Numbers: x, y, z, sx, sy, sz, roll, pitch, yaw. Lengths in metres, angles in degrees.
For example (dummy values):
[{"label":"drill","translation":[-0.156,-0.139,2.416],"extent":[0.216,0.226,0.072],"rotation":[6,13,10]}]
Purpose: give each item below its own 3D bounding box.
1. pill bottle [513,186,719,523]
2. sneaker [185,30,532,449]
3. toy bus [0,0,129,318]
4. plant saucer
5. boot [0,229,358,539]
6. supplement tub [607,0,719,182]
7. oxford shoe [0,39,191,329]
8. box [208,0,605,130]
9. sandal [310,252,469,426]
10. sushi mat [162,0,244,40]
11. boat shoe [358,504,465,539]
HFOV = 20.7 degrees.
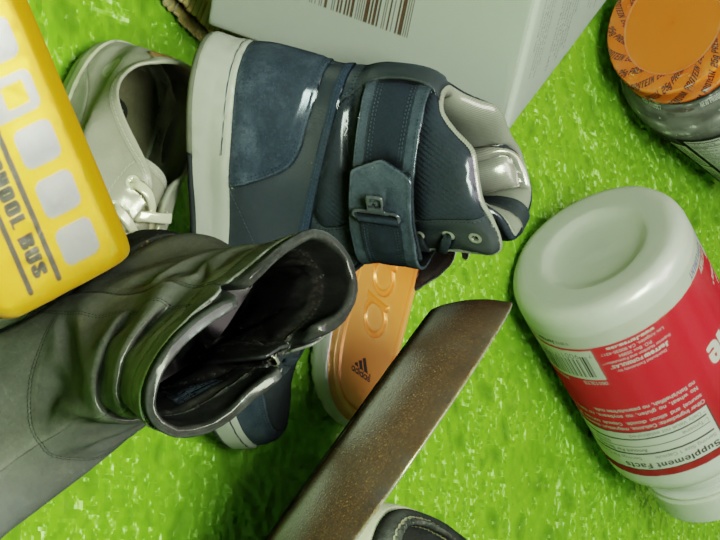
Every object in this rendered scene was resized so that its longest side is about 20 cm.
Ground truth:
[{"label":"pill bottle","translation":[0.179,0.057,1.187],"extent":[0.201,0.111,0.113],"rotation":[57,42,-34]},{"label":"sneaker","translation":[0.000,0.000,0.865],"extent":[0.077,0.145,0.204],"rotation":[-70,164,-57]},{"label":"toy bus","translation":[-0.161,-0.082,0.725],"extent":[0.078,0.065,0.201],"rotation":[-28,112,-19]},{"label":"plant saucer","translation":[-0.001,0.088,0.888],"extent":[0.032,0.201,0.200],"rotation":[36,44,1]},{"label":"boot","translation":[-0.101,0.048,0.722],"extent":[0.200,0.131,0.070],"rotation":[-47,114,-23]},{"label":"supplement tub","translation":[0.251,-0.127,1.314],"extent":[0.200,0.122,0.124],"rotation":[29,62,-50]},{"label":"oxford shoe","translation":[-0.110,-0.012,0.823],"extent":[0.075,0.057,0.202],"rotation":[44,52,-46]},{"label":"box","translation":[0.042,-0.174,0.924],"extent":[0.200,0.151,0.107],"rotation":[-52,159,-53]},{"label":"sandal","translation":[0.028,-0.016,1.023],"extent":[0.079,0.059,0.209],"rotation":[37,56,-47]},{"label":"sushi mat","translation":[-0.040,-0.180,0.990],"extent":[0.096,0.012,0.201],"rotation":[51,46,-39]},{"label":"boat shoe","translation":[0.066,0.177,1.030],"extent":[0.200,0.067,0.072],"rotation":[43,53,-42]}]
